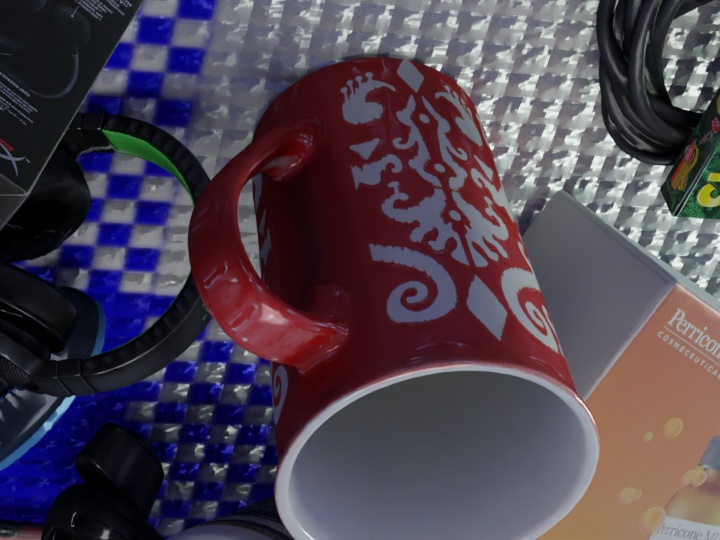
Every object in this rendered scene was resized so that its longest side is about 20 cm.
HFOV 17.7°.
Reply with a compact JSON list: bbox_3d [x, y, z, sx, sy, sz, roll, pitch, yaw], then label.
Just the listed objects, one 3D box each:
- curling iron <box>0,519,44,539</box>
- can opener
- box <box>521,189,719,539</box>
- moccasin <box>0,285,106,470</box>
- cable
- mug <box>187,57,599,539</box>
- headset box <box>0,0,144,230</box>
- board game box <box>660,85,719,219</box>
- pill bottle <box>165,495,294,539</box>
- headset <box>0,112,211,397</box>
[{"bbox_3d":[-0.229,0.142,1.208,0.200,0.026,0.050,8,130,-19],"label":"curling iron"},{"bbox_3d":[-0.107,0.157,1.212,0.079,0.063,0.200,-48,146,-16],"label":"can opener"},{"bbox_3d":[0.108,0.091,1.119,0.152,0.106,0.200,32,98,-36],"label":"box"},{"bbox_3d":[-0.207,0.068,1.098,0.200,0.081,0.068,-36,127,23],"label":"moccasin"},{"bbox_3d":[0.197,-0.111,1.027,0.200,0.051,0.163,-35,137,19],"label":"cable"},{"bbox_3d":[0.012,-0.002,0.983,0.133,0.200,0.178,-17,136,7],"label":"mug"},{"bbox_3d":[-0.165,-0.101,0.838,0.149,0.200,0.077,37,124,-13],"label":"headset box"},{"bbox_3d":[0.216,-0.095,0.995,0.105,0.023,0.200,2,136,-25],"label":"board game box"},{"bbox_3d":[-0.037,0.169,1.160,0.111,0.111,0.200,-28,174,17],"label":"pill bottle"},{"bbox_3d":[-0.154,-0.002,1.020,0.200,0.124,0.094,-1,158,9],"label":"headset"}]
